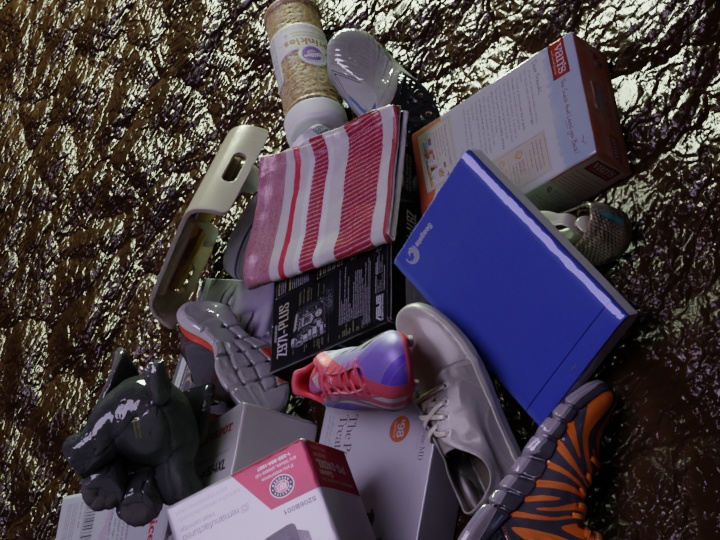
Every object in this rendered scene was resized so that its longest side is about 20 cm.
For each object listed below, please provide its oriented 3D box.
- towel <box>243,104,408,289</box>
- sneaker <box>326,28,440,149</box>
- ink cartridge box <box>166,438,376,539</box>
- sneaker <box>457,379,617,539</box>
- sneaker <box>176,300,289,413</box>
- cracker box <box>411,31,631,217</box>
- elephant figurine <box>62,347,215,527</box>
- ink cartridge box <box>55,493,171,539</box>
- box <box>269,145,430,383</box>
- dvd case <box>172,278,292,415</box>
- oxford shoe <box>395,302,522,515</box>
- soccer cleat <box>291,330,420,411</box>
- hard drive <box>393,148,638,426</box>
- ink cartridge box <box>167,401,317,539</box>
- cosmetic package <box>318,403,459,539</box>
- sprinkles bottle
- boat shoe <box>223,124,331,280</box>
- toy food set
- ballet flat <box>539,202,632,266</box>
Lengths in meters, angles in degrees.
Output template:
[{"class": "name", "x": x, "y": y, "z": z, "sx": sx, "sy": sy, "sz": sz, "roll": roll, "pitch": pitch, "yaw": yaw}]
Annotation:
[{"class": "towel", "x": -0.036, "y": -0.069, "z": 1.425, "sx": 0.200, "sy": 0.023, "sz": 0.145, "roll": -18, "pitch": 57, "yaw": 43}, {"class": "sneaker", "x": 0.029, "y": -0.169, "z": 1.521, "sx": 0.072, "sy": 0.073, "sz": 0.200, "roll": -30, "pitch": 55, "yaw": -4}, {"class": "ink cartridge box", "x": -0.057, "y": 0.263, "z": 1.228, "sx": 0.145, "sy": 0.083, "sz": 0.201, "roll": -28, "pitch": 65, "yaw": 14}, {"class": "sneaker", "x": 0.166, "y": 0.186, "z": 1.156, "sx": 0.112, "sy": 0.078, "sz": 0.200, "roll": 32, "pitch": 70, "yaw": 19}, {"class": "sneaker", "x": -0.132, "y": 0.110, "z": 1.528, "sx": 0.200, "sy": 0.077, "sz": 0.082, "roll": 50, "pitch": 135, "yaw": 49}, {"class": "cracker box", "x": 0.142, "y": -0.106, "z": 1.351, "sx": 0.200, "sy": 0.058, "sz": 0.134, "roll": -31, "pitch": 51, "yaw": 36}, {"class": "elephant figurine", "x": -0.208, "y": 0.143, "z": 1.427, "sx": 0.155, "sy": 0.142, "sz": 0.200, "roll": -28, "pitch": 16, "yaw": 9}, {"class": "ink cartridge box", "x": -0.231, "y": 0.301, "z": 1.530, "sx": 0.200, "sy": 0.083, "sz": 0.146, "roll": -17, "pitch": 56, "yaw": 43}, {"class": "box", "x": 0.000, "y": 0.000, "z": 1.430, "sx": 0.163, "sy": 0.086, "sz": 0.201, "roll": -26, "pitch": 52, "yaw": 38}, {"class": "dvd case", "x": -0.128, "y": 0.082, "z": 1.588, "sx": 0.200, "sy": 0.016, "sz": 0.149, "roll": 2, "pitch": 71, "yaw": 49}, {"class": "oxford shoe", "x": 0.077, "y": 0.117, "z": 1.241, "sx": 0.201, "sy": 0.058, "sz": 0.075, "roll": 64, "pitch": 146, "yaw": 16}, {"class": "soccer cleat", "x": -0.004, "y": 0.091, "z": 1.277, "sx": 0.200, "sy": 0.076, "sz": 0.067, "roll": 154, "pitch": 109, "yaw": -74}, {"class": "hard drive", "x": 0.125, "y": 0.014, "z": 1.245, "sx": 0.200, "sy": 0.025, "sz": 0.132, "roll": 49, "pitch": 125, "yaw": 24}, {"class": "ink cartridge box", "x": -0.120, "y": 0.241, "z": 1.399, "sx": 0.146, "sy": 0.084, "sz": 0.201, "roll": -35, "pitch": 40, "yaw": 56}, {"class": "cosmetic package", "x": 0.016, "y": 0.219, "z": 1.321, "sx": 0.150, "sy": 0.052, "sz": 0.201, "roll": -7, "pitch": 64, "yaw": 44}, {"class": "sprinkles bottle", "x": -0.061, "y": -0.215, "z": 1.635, "sx": 0.068, "sy": 0.068, "sz": 0.201, "roll": -39, "pitch": 44, "yaw": 28}, {"class": "boat shoe", "x": -0.073, "y": -0.058, "z": 1.568, "sx": 0.066, "sy": 0.072, "sz": 0.200, "roll": 44, "pitch": 111, "yaw": 19}, {"class": "toy food set", "x": -0.158, "y": -0.045, "z": 1.590, "sx": 0.144, "sy": 0.060, "sz": 0.200, "roll": -69, "pitch": 6, "yaw": -45}, {"class": "ballet flat", "x": 0.139, "y": -0.019, "z": 1.291, "sx": 0.200, "sy": 0.075, "sz": 0.068, "roll": -22, "pitch": 52, "yaw": 41}]
